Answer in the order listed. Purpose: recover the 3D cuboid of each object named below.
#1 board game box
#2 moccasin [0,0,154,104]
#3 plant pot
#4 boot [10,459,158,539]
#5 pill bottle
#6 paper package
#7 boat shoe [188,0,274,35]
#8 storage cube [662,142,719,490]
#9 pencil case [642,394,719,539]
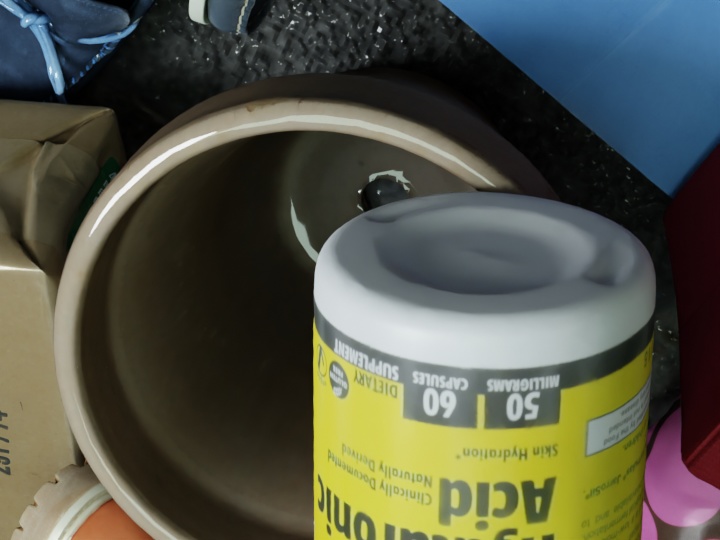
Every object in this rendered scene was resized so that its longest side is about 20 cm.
[{"bbox_3d":[0.129,-0.125,0.922,0.200,0.039,0.158,38,116,-18],"label":"board game box"},{"bbox_3d":[-0.114,-0.126,0.948,0.080,0.068,0.200,37,115,-7],"label":"moccasin"},{"bbox_3d":[0.000,0.000,0.925,0.199,0.175,0.201,4,115,9],"label":"plant pot"},{"bbox_3d":[-0.045,0.131,0.976,0.107,0.200,0.075,33,104,27],"label":"boot"},{"bbox_3d":[0.039,0.085,0.799,0.110,0.111,0.201,3,114,9],"label":"pill bottle"},{"bbox_3d":[-0.185,0.033,0.984,0.189,0.104,0.201,4,132,9],"label":"paper package"},{"bbox_3d":[0.002,-0.169,0.907,0.062,0.075,0.201,31,103,-1],"label":"boat shoe"},{"bbox_3d":[0.230,0.003,0.869,0.199,0.171,0.180,30,120,-15],"label":"storage cube"},{"bbox_3d":[0.137,0.115,0.996,0.090,0.094,0.200,32,114,-5],"label":"pencil case"}]
